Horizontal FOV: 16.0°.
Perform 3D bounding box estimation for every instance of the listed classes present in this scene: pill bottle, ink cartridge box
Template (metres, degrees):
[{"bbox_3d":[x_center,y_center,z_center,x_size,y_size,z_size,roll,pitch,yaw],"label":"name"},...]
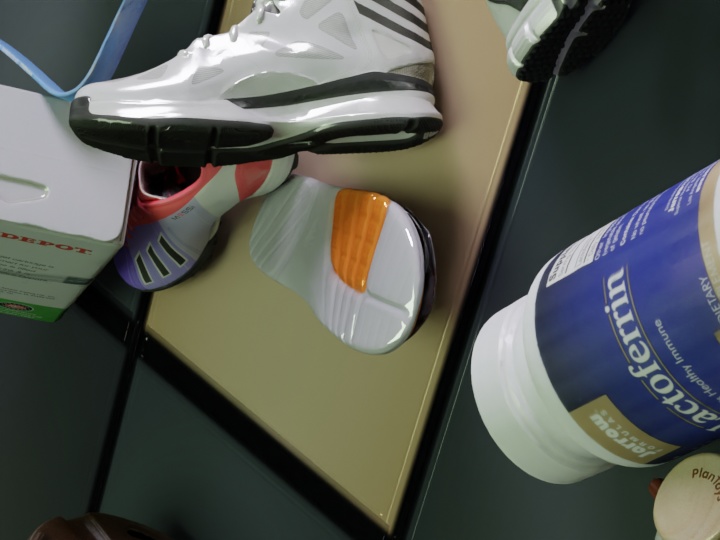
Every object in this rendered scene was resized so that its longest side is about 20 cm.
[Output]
[{"bbox_3d":[0.149,0.026,1.214,0.200,0.115,0.116,-32,73,45],"label":"pill bottle"},{"bbox_3d":[-0.223,-0.041,1.524,0.200,0.146,0.084,143,136,-67],"label":"ink cartridge box"}]

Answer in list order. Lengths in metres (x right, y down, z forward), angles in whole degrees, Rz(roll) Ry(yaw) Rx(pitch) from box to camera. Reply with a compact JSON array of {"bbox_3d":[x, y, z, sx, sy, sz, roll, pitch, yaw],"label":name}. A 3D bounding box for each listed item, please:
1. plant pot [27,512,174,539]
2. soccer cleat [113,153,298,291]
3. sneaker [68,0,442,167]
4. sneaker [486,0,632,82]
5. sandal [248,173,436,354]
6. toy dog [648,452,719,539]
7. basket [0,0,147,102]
[{"bbox_3d":[-0.173,0.268,1.557,0.200,0.200,0.199,46,118,32],"label":"plant pot"},{"bbox_3d":[-0.110,-0.044,1.498,0.200,0.073,0.069,-39,61,52],"label":"soccer cleat"},{"bbox_3d":[-0.059,-0.121,1.385,0.076,0.199,0.116,112,154,-76],"label":"sneaker"},{"bbox_3d":[0.116,-0.181,1.247,0.200,0.073,0.080,-49,60,39],"label":"sneaker"},{"bbox_3d":[0.003,-0.008,1.415,0.207,0.059,0.080,35,106,62],"label":"sandal"},{"bbox_3d":[0.139,0.170,1.210,0.096,0.200,0.132,20,149,53],"label":"toy dog"},{"bbox_3d":[-0.164,-0.213,1.478,0.176,0.139,0.201,33,100,38],"label":"basket"}]
